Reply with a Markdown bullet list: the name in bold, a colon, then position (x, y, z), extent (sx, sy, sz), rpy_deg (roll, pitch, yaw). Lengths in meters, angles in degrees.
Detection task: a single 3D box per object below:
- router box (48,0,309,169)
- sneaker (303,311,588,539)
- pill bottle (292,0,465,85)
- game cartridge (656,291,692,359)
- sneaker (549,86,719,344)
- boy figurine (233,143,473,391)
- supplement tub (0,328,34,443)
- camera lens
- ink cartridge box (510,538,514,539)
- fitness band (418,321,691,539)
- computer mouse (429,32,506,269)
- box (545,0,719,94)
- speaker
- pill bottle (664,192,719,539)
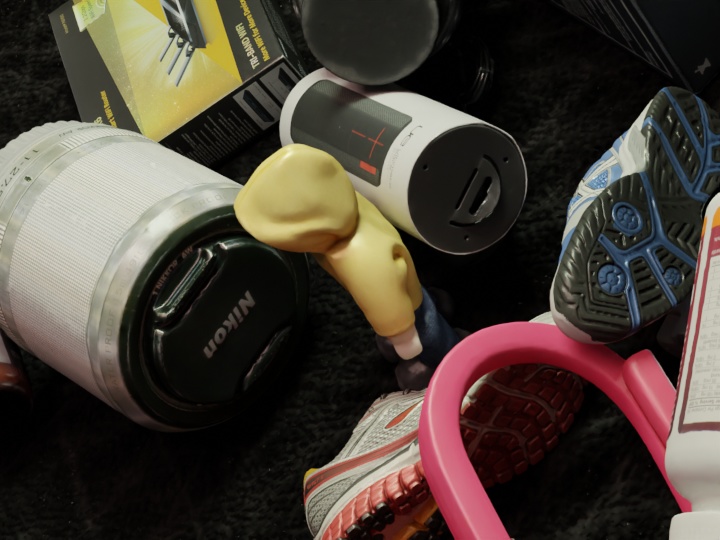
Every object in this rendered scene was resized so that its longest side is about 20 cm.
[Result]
- **router box**: position (-0.131, -0.156, 1.564), extent (0.157, 0.052, 0.200), rpy_deg (-34, 45, 10)
- **sneaker**: position (0.044, 0.088, 1.246), extent (0.200, 0.078, 0.082), rpy_deg (-39, 43, 4)
- **pill bottle**: position (0.014, -0.192, 1.395), extent (0.112, 0.112, 0.200), rpy_deg (-26, 20, 17)
- **game cartridge**: position (0.271, 0.009, 1.175), extent (0.200, 0.040, 0.133), rpy_deg (17, 73, 41)
- **sneaker**: position (0.152, -0.019, 1.228), extent (0.077, 0.076, 0.200), rpy_deg (-45, 6, 44)
- **boy figurine**: position (0.000, 0.000, 1.255), extent (0.064, 0.200, 0.124), rpy_deg (-36, 49, 8)
- **supplement tub**: position (-0.299, 0.024, 1.480), extent (0.107, 0.107, 0.200), rpy_deg (-31, 62, 13)
- **camera lens**: position (-0.143, 0.001, 1.381), extent (0.200, 0.160, 0.160), rpy_deg (27, 76, 44)
- **ink cartridge box**: position (0.043, 0.238, 1.124), extent (0.116, 0.067, 0.200), rpy_deg (-40, 42, 29)
- **fitness band**: position (0.114, 0.114, 1.141), extent (0.144, 0.037, 0.200), rpy_deg (-19, 64, -19)
- **computer mouse**: position (0.072, -0.077, 1.385), extent (0.059, 0.034, 0.200), rpy_deg (-37, 36, 37)
- **box**: position (0.146, -0.241, 1.329), extent (0.123, 0.200, 0.198), rpy_deg (-46, 46, -3)
- **speaker**: position (0.024, -0.071, 1.337), extent (0.081, 0.081, 0.200), rpy_deg (-48, 28, -5)
- **pill bottle**: position (0.212, 0.064, 1.083), extent (0.109, 0.110, 0.200), rpy_deg (1, 72, 35)
